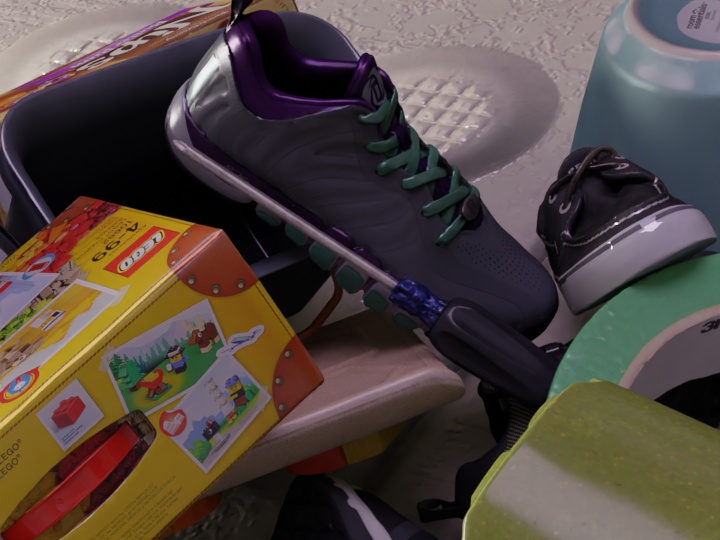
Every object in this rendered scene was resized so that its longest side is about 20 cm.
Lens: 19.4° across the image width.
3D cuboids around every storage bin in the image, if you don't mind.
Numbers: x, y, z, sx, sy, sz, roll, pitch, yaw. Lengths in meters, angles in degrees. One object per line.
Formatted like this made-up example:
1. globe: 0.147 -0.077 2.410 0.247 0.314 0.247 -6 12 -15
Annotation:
1. storage bin: -0.078 -0.012 1.018 0.199 0.135 0.146 -24 70 -34

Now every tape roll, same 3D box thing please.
1. tape roll: 0.169 0.086 0.842 0.198 0.048 0.202 2 54 -2

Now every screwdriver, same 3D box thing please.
1. screwdriver: 0.000 0.000 0.906 0.199 0.028 0.029 31 36 1

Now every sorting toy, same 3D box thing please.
1. sorting toy: -0.054 0.072 0.940 0.184 0.037 0.200 -21 9 -6

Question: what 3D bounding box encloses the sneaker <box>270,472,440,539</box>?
1. sneaker: 0.027 0.147 0.861 0.082 0.072 0.200 17 10 -31

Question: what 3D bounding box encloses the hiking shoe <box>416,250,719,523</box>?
1. hiking shoe: 0.105 0.050 0.950 0.100 0.076 0.200 15 43 29

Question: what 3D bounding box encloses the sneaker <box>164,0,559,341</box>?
1. sneaker: 0.010 -0.042 0.931 0.199 0.088 0.075 30 41 -3

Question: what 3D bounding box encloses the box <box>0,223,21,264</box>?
1. box: -0.249 0.054 0.966 0.200 0.048 0.158 -50 20 -16

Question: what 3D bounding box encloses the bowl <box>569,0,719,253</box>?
1. bowl: 0.202 -0.097 1.110 0.199 0.106 0.202 -7 34 5

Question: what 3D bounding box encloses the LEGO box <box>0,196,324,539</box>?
1. LEGO box: -0.134 0.069 0.804 0.200 0.077 0.149 -43 24 -18

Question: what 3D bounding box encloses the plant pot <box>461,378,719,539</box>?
1. plant pot: 0.116 0.134 0.662 0.189 0.201 0.200 32 49 16

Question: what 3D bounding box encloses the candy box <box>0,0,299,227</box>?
1. candy box: -0.132 -0.084 1.106 0.199 0.057 0.116 -30 16 -27

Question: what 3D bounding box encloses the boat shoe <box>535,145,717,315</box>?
1. boat shoe: 0.112 -0.024 0.961 0.069 0.067 0.200 -28 -2 3
